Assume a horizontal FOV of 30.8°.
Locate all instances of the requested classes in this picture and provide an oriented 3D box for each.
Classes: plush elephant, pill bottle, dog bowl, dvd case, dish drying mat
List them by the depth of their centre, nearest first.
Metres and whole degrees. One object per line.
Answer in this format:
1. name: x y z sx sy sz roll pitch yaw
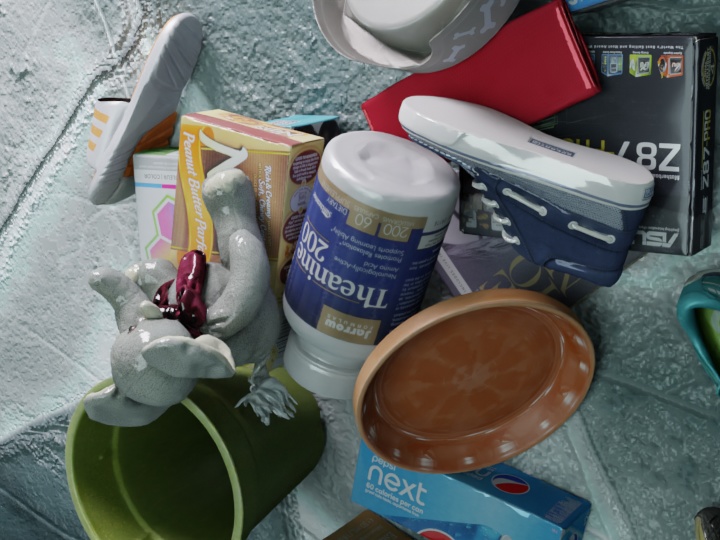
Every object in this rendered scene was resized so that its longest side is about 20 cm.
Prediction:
1. dog bowl: 0.052 -0.246 1.015 0.200 0.059 0.201 -18 63 39
2. dish drying mat: 0.090 -0.135 1.015 0.199 0.018 0.077 -23 88 37
3. plush elephant: -0.147 0.044 1.021 0.165 0.155 0.201 -35 76 34
4. pill bottle: 0.000 0.000 1.044 0.111 0.111 0.201 31 122 23
5. dvd case: 0.142 -0.038 1.077 0.200 0.016 0.149 -40 80 33

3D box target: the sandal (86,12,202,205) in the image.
1. sandal: -0.214 -0.160 1.246 0.059 0.079 0.207 35 110 22

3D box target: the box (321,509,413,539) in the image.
1. box: 0.029 0.329 1.157 0.200 0.152 0.107 29 115 23

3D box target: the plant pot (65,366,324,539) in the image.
1. plant pot: -0.131 0.167 1.198 0.199 0.190 0.201 9 107 32

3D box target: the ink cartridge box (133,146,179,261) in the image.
1. ink cartridge box: -0.153 -0.015 1.246 0.103 0.059 0.201 6 105 31

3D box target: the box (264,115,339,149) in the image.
1. box: -0.054 -0.034 1.165 0.049 0.082 0.201 5 105 30

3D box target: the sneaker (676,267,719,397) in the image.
1. sneaker: 0.295 0.093 0.972 0.077 0.080 0.200 -37 82 33

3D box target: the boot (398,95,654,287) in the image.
1. boot: 0.112 -0.059 0.974 0.199 0.073 0.091 23 119 19

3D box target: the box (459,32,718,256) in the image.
1. box: 0.171 -0.102 1.005 0.199 0.049 0.162 8 107 33

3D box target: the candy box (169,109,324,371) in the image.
1. candy box: -0.102 -0.026 1.114 0.115 0.055 0.201 18 110 28

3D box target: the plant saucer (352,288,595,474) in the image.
1. plant saucer: 0.090 0.089 1.054 0.201 0.200 0.032 -53 35 30

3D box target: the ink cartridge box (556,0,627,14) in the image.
1. ink cartridge box: 0.182 -0.301 0.955 0.115 0.068 0.201 -13 94 34

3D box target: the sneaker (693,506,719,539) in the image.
1. sneaker: 0.288 0.288 1.033 0.088 0.077 0.201 -19 89 43

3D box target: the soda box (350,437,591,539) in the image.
1. soda box: 0.093 0.202 1.139 0.199 0.064 0.068 22 112 28
